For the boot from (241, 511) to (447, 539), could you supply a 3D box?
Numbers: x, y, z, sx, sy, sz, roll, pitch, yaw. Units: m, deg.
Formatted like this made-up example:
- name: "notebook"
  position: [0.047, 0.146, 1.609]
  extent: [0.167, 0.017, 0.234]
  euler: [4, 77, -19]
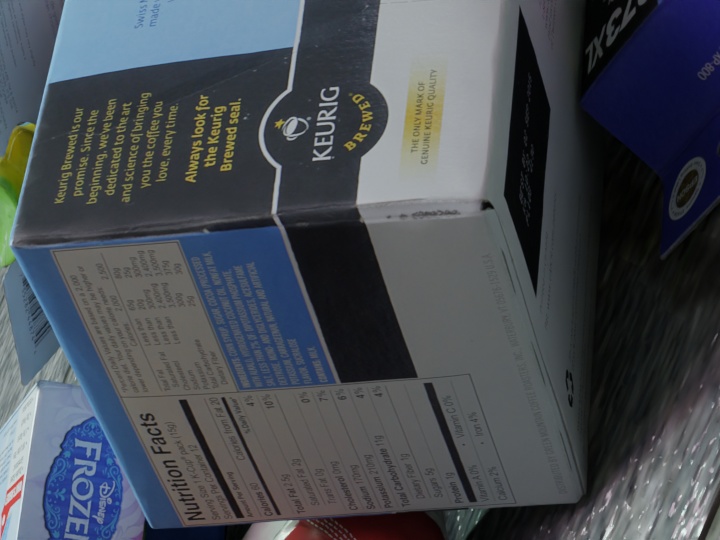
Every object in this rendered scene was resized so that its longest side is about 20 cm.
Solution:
- name: "boot"
  position: [-0.032, 0.169, 0.838]
  extent: [0.200, 0.072, 0.144]
  euler: [-58, 23, 29]

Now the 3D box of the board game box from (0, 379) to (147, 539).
- name: "board game box"
  position: [-0.115, 0.155, 0.908]
  extent: [0.200, 0.041, 0.200]
  euler: [137, 141, -67]

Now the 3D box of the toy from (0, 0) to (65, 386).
- name: "toy"
  position: [-0.085, -0.067, 0.896]
  extent: [0.200, 0.047, 0.115]
  euler: [-60, -32, -53]

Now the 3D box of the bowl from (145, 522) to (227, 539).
- name: "bowl"
  position: [-0.073, 0.084, 1.029]
  extent: [0.201, 0.039, 0.201]
  euler: [-175, 90, -83]

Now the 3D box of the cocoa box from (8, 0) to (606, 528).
- name: "cocoa box"
  position: [-0.006, -0.045, 0.821]
  extent: [0.134, 0.131, 0.200]
  euler: [69, -159, -46]

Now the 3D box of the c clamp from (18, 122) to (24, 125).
- name: "c clamp"
  position: [-0.072, -0.094, 0.988]
  extent: [0.200, 0.027, 0.171]
  euler: [-30, -63, -52]

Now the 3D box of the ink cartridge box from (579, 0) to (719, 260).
- name: "ink cartridge box"
  position: [0.102, -0.107, 0.824]
  extent: [0.095, 0.037, 0.200]
  euler: [-51, 25, 43]
